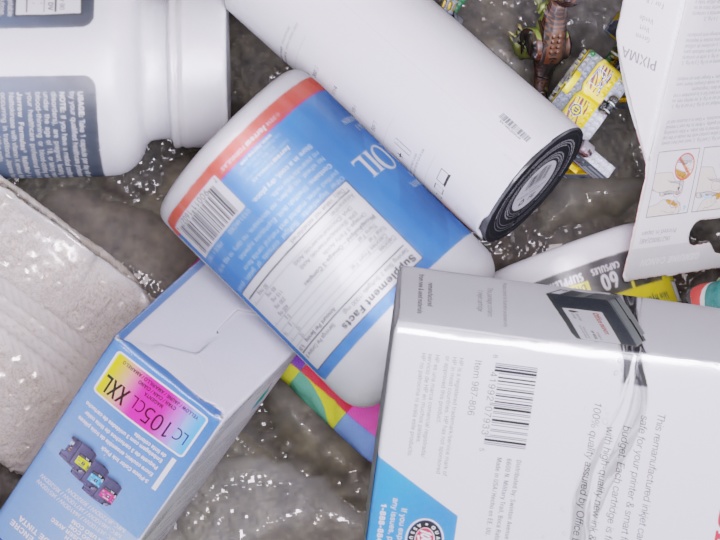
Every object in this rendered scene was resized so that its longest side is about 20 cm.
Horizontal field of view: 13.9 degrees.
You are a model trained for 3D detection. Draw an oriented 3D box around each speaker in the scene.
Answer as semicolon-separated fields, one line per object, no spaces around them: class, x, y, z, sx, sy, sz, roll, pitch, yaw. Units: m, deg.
speaker;0.021;-0.109;1.589;0.200;0.081;0.081;42;85;16

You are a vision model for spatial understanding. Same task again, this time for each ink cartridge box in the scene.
ink cartridge box;0.107;0.089;1.470;0.198;0.084;0.146;8;112;-1
ink cartridge box;-0.125;0.104;1.590;0.076;0.136;0.200;36;117;5
ink cartridge box;0.203;-0.102;1.614;0.050;0.160;0.201;32;118;42

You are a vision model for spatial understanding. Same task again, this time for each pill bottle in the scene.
pill bottle;0.143;0.084;1.632;0.111;0.111;0.201;-20;85;-3
pill bottle;-0.172;-0.111;1.646;0.198;0.120;0.121;-1;83;-1
pill bottle;0.000;0.000;1.558;0.200;0.112;0.112;44;85;3

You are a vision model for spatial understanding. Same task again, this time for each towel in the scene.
towel;-0.215;0.016;1.620;0.200;0.035;0.133;36;100;-23

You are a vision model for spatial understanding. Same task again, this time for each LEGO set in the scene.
LEGO set;0.123;-0.144;1.641;0.200;0.116;0.154;-45;101;-9

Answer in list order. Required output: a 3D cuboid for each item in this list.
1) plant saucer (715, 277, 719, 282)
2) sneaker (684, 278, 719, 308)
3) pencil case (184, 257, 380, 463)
plant saucer;0.230;0.096;1.615;0.031;0.199;0.201;-23;83;36
sneaker;0.260;0.014;1.592;0.093;0.199;0.071;-24;80;36
pencil case;-0.009;0.038;1.648;0.200;0.088;0.088;43;85;1
